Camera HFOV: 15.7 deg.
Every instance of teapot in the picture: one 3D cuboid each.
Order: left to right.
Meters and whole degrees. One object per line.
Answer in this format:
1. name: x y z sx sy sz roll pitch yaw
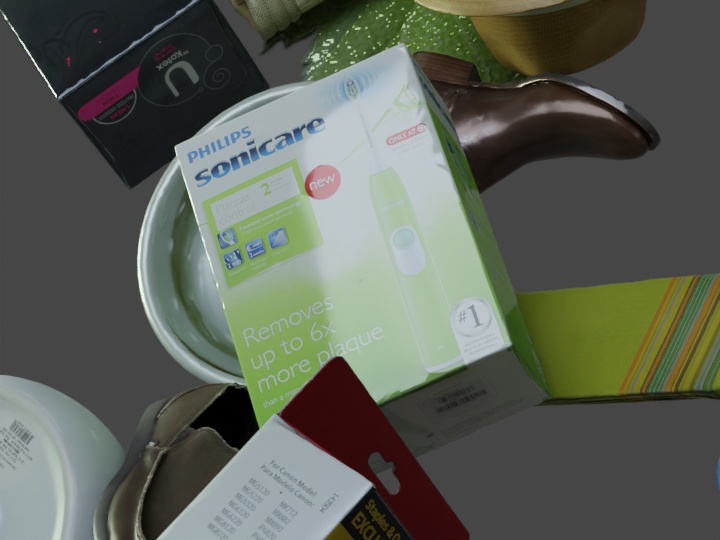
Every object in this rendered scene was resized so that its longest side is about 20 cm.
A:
1. teapot: -0.196 0.159 1.493 0.197 0.146 0.201 -13 67 23

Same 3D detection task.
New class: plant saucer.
1. plant saucer: -0.031 -0.012 1.534 0.199 0.050 0.201 -8 65 17

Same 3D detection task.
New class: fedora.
1. fedora: 0.121 -0.174 1.610 0.200 0.082 0.201 -13 24 6

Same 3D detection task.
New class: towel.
1. towel: 0.145 0.041 1.458 0.200 0.018 0.086 -6 45 47

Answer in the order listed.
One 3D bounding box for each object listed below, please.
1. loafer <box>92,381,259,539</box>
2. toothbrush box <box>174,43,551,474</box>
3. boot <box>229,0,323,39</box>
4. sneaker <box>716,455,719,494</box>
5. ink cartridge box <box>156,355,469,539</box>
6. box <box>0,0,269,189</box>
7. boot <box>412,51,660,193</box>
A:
1. loafer: -0.091 0.117 1.411 0.071 0.073 0.200 -34 24 21
2. toothbrush box: 0.000 0.000 1.440 0.145 0.086 0.200 -23 60 10
3. boot: -0.044 -0.253 1.784 0.155 0.073 0.200 -30 52 0
4. sneaker: 0.251 0.049 1.349 0.200 0.071 0.083 -66 18 9
5. ink cartridge box: -0.009 0.171 1.348 0.176 0.200 0.084 -48 49 -11
6. box: -0.169 -0.172 1.764 0.122 0.106 0.200 -36 47 -2
7. boot: 0.063 -0.025 1.563 0.186 0.064 0.200 13 66 34
